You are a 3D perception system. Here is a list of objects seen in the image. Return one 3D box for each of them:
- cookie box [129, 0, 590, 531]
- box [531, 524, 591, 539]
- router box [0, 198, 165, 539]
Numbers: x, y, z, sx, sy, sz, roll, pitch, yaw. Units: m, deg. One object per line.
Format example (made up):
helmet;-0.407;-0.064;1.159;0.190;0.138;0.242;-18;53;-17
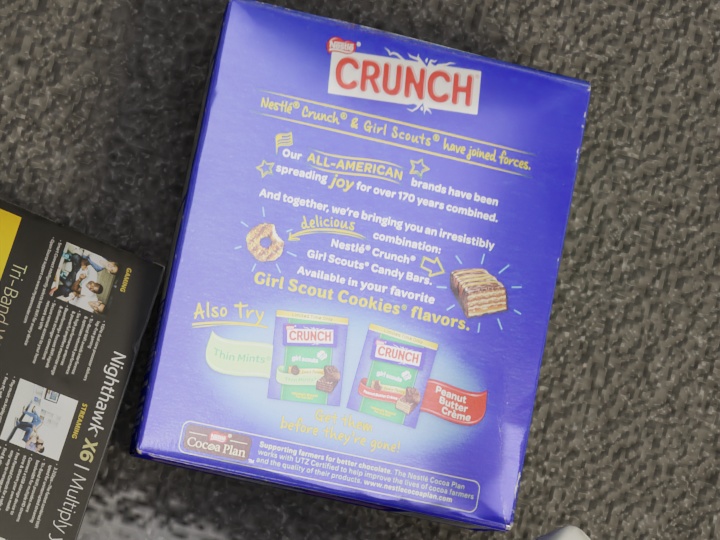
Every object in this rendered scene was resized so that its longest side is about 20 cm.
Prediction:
cookie box;0.000;0.000;1.006;0.170;0.075;0.201;13;82;-9
box;0.046;0.245;0.907;0.200;0.199;0.171;50;53;-4
router box;-0.187;0.063;0.950;0.157;0.052;0.201;24;72;-19
